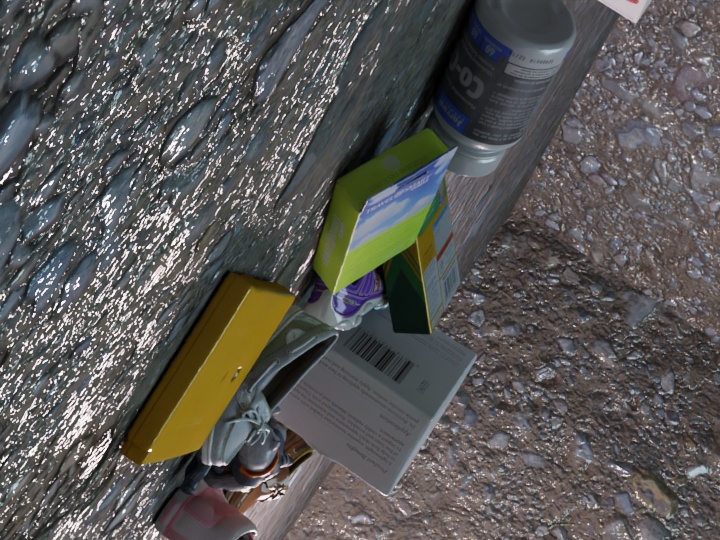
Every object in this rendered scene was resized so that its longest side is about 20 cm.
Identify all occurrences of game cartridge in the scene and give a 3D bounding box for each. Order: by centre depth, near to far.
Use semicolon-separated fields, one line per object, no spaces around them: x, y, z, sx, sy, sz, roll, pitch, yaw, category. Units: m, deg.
-0.131;0.085;1.200;0.177;0.032;0.200;-58;171;1;game cartridge

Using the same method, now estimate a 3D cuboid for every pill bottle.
0.143;-0.203;1.474;0.114;0.113;0.201;-50;170;-44;pill bottle

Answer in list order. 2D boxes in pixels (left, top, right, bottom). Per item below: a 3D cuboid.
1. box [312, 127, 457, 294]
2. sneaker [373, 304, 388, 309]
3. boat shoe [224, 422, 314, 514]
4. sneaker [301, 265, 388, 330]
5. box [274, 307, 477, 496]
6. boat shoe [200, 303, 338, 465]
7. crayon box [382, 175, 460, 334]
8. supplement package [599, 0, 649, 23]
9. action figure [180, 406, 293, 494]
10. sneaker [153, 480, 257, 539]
0.021;-0.063;1.384;0.121;0.048;0.201;-32;163;-24;box
0.044;-0.042;1.696;0.201;0.076;0.081;-60;167;-28;sneaker
-0.129;0.291;1.937;0.200;0.068;0.072;-51;172;-39;boat shoe
0.000;0.000;1.549;0.200;0.080;0.084;-50;158;-64;sneaker
0.010;0.133;1.674;0.131;0.198;0.200;-59;173;28;box
-0.095;0.118;1.380;0.203;0.064;0.075;-54;158;-38;boat shoe
0.064;-0.045;1.576;0.126;0.051;0.202;-54;140;-55;crayon box
0.416;-0.486;2.076;0.120;0.121;0.200;-56;172;-8;supplement package
-0.104;0.173;1.485;0.201;0.104;0.193;-56;-178;-4;action figure
-0.168;0.298;1.568;0.076;0.104;0.200;-58;174;-4;sneaker
